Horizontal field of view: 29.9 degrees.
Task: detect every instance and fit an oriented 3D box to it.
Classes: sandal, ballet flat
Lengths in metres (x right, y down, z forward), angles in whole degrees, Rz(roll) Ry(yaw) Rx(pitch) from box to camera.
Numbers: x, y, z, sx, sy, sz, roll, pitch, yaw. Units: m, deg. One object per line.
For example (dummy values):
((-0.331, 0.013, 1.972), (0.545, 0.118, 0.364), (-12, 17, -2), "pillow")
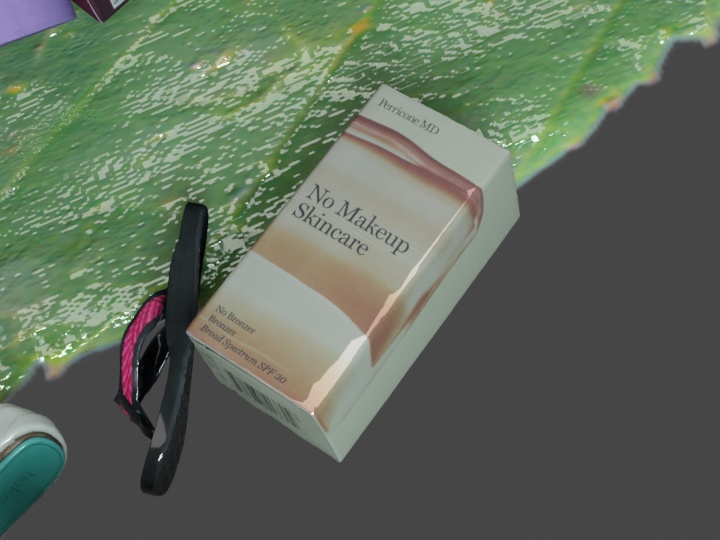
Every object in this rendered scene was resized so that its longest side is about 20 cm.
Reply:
((-0.124, 0.047, 0.825), (0.045, 0.075, 0.200), (6, 56, -6), "sandal")
((-0.259, 0.159, 0.803), (0.069, 0.069, 0.200), (40, 81, 24), "ballet flat")

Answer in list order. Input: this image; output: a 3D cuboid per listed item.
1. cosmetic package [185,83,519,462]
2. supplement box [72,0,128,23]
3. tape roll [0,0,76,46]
((0.000, 0.000, 0.820), (0.103, 0.087, 0.200), (29, 72, 22), "cosmetic package")
((-0.165, -0.295, 0.992), (0.110, 0.086, 0.200), (39, 76, 23), "supplement box")
((-0.293, -0.162, 0.889), (0.200, 0.200, 0.066), (-19, 103, 0), "tape roll")
